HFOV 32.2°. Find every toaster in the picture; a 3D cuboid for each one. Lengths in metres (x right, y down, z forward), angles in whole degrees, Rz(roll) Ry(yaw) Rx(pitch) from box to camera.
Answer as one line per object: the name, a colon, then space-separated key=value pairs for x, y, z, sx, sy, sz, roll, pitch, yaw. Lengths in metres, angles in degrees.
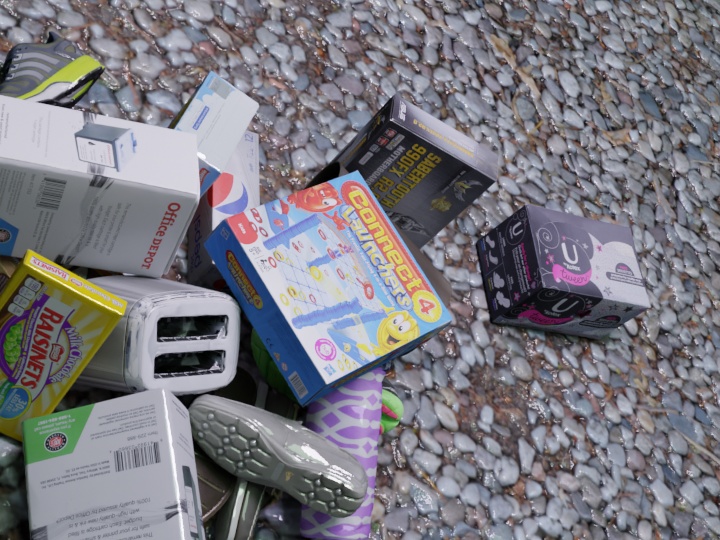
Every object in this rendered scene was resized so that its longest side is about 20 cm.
toaster: x=-0.212 y=0.066 z=1.246 sx=0.200 sy=0.129 sz=0.114 roll=2 pitch=93 yaw=-52

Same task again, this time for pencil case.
pencil case: x=-0.020 y=0.192 z=1.340 sx=0.083 sy=0.086 sz=0.201 roll=6 pitch=83 yaw=8

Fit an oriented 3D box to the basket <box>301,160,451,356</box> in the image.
basket: x=0.000 y=0.000 z=1.485 sx=0.200 sy=0.136 sz=0.181 roll=37 pitch=70 yaw=-19

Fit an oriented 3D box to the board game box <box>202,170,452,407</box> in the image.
board game box: x=-0.031 y=0.013 z=1.304 sx=0.195 sy=0.056 sz=0.200 roll=-24 pitch=77 yaw=-42

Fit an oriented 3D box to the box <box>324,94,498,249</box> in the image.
box: x=0.048 y=-0.108 z=1.539 sx=0.158 sy=0.200 sz=0.049 roll=28 pitch=46 yaw=-21

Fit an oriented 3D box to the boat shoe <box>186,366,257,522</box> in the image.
boat shoe: x=-0.165 y=0.191 z=1.287 sx=0.072 sy=0.068 sz=0.200 roll=43 pitch=44 yaw=-17

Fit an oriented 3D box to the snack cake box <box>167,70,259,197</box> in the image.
snack cake box: x=-0.199 y=-0.110 z=1.355 sx=0.067 sy=0.200 sz=0.115 roll=34 pitch=48 yaw=-14

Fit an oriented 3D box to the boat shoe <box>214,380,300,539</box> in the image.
boat shoe: x=-0.106 y=0.210 z=1.314 sx=0.060 sy=0.072 sz=0.202 roll=25 pitch=47 yaw=-16

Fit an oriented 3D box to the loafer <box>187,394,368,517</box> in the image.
loafer: x=-0.083 y=0.180 z=1.260 sx=0.199 sy=0.070 sz=0.070 roll=31 pitch=24 yaw=-7

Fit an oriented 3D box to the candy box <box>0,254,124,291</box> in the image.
candy box: x=-0.342 y=-0.026 z=1.296 sx=0.115 sy=0.055 sz=0.200 roll=-33 pitch=86 yaw=-43

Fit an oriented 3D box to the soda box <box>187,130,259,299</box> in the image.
soda box: x=-0.159 y=-0.072 z=1.454 sx=0.063 sy=0.068 sz=0.201 roll=15 pitch=56 yaw=-29

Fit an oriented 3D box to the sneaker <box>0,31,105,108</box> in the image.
sneaker: x=-0.374 y=-0.203 z=1.381 sx=0.081 sy=0.074 sz=0.200 roll=42 pitch=38 yaw=2

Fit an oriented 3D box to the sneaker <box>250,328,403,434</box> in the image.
sneaker: x=-0.041 y=0.118 z=1.434 sx=0.200 sy=0.077 sz=0.084 roll=35 pitch=19 yaw=-10

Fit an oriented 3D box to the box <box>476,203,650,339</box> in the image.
box: x=0.278 y=0.005 z=1.699 sx=0.199 sy=0.115 sz=0.133 roll=10 pitch=57 yaw=-32

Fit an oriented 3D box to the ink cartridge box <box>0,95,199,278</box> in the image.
ink cartridge box: x=-0.272 y=-0.077 z=1.218 sx=0.199 sy=0.147 sz=0.086 roll=8 pitch=52 yaw=-22

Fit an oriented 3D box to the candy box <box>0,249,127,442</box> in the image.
candy box: x=-0.308 y=0.076 z=1.160 sx=0.102 sy=0.200 sz=0.026 roll=28 pitch=32 yaw=-20

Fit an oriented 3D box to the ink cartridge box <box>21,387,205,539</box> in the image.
ink cartridge box: x=-0.226 y=0.228 z=1.159 sx=0.145 sy=0.084 sz=0.201 roll=-13 pitch=65 yaw=4
